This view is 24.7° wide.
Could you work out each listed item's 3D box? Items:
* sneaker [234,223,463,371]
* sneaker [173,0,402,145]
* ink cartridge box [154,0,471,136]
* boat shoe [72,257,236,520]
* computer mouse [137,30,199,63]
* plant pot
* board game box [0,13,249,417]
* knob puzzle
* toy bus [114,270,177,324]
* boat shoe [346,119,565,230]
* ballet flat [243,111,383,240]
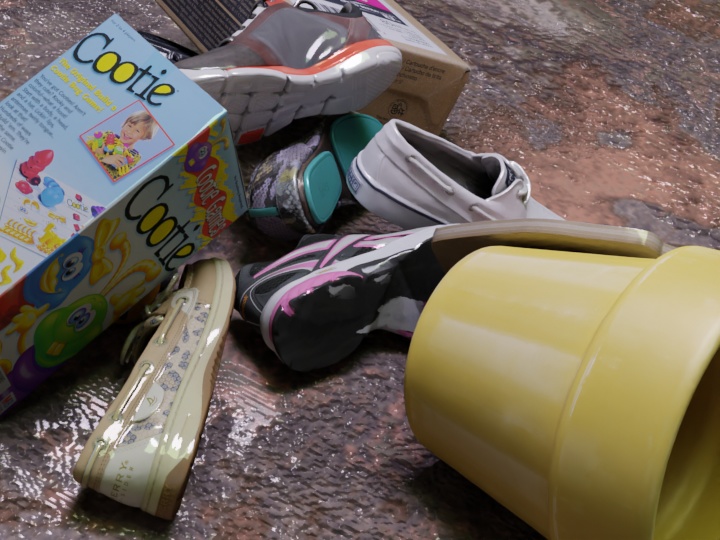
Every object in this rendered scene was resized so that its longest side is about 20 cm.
[{"bbox_3d":[0.000,0.000,1.076,0.199,0.081,0.086,-9,29,-42],"label":"sneaker"},{"bbox_3d":[-0.066,-0.143,1.123,0.199,0.077,0.082,-13,65,-40],"label":"sneaker"},{"bbox_3d":[-0.037,-0.185,1.287,0.199,0.076,0.165,8,30,-42],"label":"ink cartridge box"},{"bbox_3d":[-0.114,0.055,0.946,0.062,0.074,0.201,15,34,-5],"label":"boat shoe"},{"bbox_3d":[-0.138,-0.145,1.227,0.058,0.034,0.200,18,10,-21],"label":"computer mouse"},{"bbox_3d":[0.135,0.074,0.932,0.188,0.203,0.200,19,29,36],"label":"plant pot"},{"bbox_3d":[-0.174,-0.030,0.935,0.200,0.103,0.105,-41,65,-18],"label":"board game box"},{"bbox_3d":[0.140,0.000,1.035,0.217,0.220,0.031,14,71,-2],"label":"knob puzzle"},{"bbox_3d":[-0.150,-0.048,1.093,0.077,0.066,0.201,12,34,-2],"label":"toy bus"},{"bbox_3d":[0.088,-0.048,1.153,0.198,0.066,0.074,17,36,-30],"label":"boat shoe"},{"bbox_3d":[-0.035,-0.069,1.166,0.071,0.073,0.200,22,21,11],"label":"ballet flat"}]
